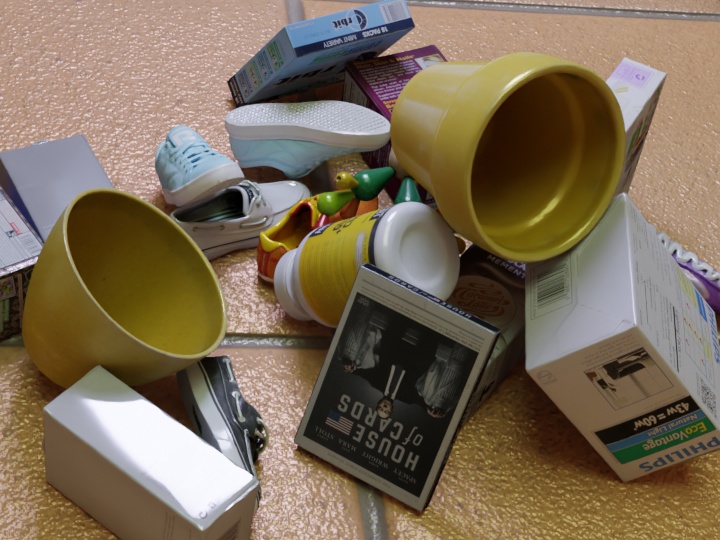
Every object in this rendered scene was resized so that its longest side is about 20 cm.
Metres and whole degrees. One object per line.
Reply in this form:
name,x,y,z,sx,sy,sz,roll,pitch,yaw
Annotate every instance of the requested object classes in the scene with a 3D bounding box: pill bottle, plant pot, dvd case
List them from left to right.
plant pot,-0.252,0.040,1.408,0.200,0.142,0.200,36,31,-26
pill bottle,0.000,0.000,1.478,0.112,0.200,0.113,10,75,-39
dvd case,0.033,0.114,1.377,0.150,0.201,0.025,26,18,16
plant pot,0.133,-0.129,1.440,0.200,0.202,0.189,-18,26,-27

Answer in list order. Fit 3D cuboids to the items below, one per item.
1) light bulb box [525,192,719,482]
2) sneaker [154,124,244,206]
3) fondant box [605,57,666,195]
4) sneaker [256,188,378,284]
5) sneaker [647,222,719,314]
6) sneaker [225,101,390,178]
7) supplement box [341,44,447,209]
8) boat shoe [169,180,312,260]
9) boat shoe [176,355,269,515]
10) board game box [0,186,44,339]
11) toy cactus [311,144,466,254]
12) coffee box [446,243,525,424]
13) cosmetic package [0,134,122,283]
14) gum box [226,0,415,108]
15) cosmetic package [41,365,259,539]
light bulb box,0.270,0.069,1.444,0.125,0.200,0.199,-25,35,27
sneaker,-0.191,-0.120,1.573,0.074,0.082,0.200,-26,11,-23
fondant box,0.286,-0.128,1.666,0.058,0.200,0.144,26,45,15
sneaker,-0.040,-0.055,1.617,0.073,0.077,0.200,29,45,20
sneaker,0.347,0.009,1.634,0.200,0.089,0.080,33,3,-3
sneaker,-0.059,-0.150,1.683,0.199,0.082,0.074,6,38,17
supplement box,0.075,-0.171,1.738,0.130,0.103,0.200,-15,50,-22
boat shoe,-0.132,-0.066,1.616,0.200,0.067,0.074,-29,56,-34
boat shoe,-0.124,0.155,1.387,0.063,0.071,0.200,-10,46,-19
board game box,-0.440,0.003,1.461,0.199,0.097,0.159,-22,53,-30
toy cactus,0.049,-0.093,1.575,0.199,0.102,0.166,0,66,6
coffee box,0.120,0.060,1.526,0.114,0.080,0.200,30,47,19
cosmetic package,-0.317,-0.052,1.554,0.106,0.090,0.200,-14,46,-24
gum box,-0.052,-0.267,1.753,0.169,0.200,0.045,-20,86,-27
cosmetic package,-0.197,0.192,1.307,0.200,0.113,0.081,35,49,20
